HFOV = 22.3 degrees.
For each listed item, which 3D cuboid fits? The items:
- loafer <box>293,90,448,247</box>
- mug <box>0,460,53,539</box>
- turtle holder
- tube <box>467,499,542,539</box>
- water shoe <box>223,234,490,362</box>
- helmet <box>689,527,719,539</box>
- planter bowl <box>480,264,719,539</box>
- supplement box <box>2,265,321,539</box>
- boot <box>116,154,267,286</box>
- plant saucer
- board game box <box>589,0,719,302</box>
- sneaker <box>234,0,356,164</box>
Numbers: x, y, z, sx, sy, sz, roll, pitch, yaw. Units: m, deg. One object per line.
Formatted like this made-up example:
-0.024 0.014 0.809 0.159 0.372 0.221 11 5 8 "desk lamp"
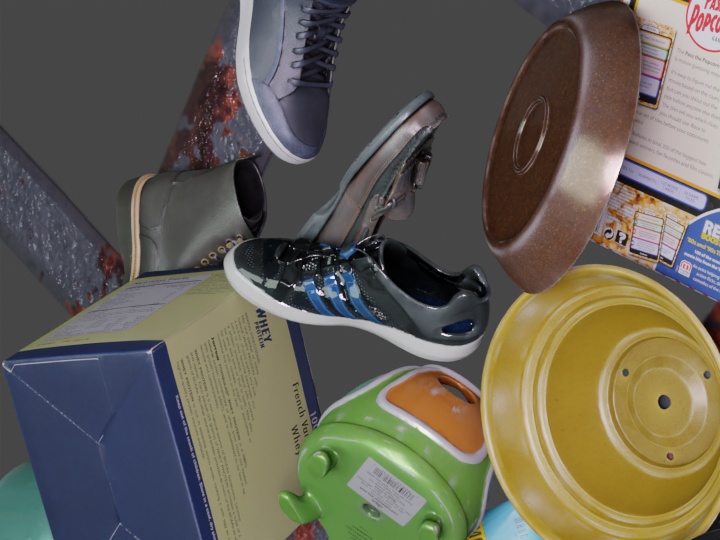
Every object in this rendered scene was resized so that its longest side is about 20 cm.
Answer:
0.016 -0.053 1.367 0.063 0.072 0.200 45 131 5 "loafer"
-0.225 0.244 1.567 0.114 0.185 0.152 -1 70 39 "mug"
0.034 0.152 1.321 0.141 0.132 0.186 18 141 26 "turtle holder"
0.064 0.225 1.363 0.200 0.050 0.078 -24 83 35 "tube"
0.000 0.000 1.329 0.199 0.072 0.079 16 132 5 "water shoe"
0.255 0.241 1.090 0.191 0.199 0.201 -118 36 -71 "helmet"
0.183 0.092 1.211 0.200 0.083 0.201 7 100 42 "planter bowl"
-0.136 0.119 1.378 0.134 0.200 0.201 -5 107 28 "supplement box"
-0.127 0.010 1.491 0.138 0.077 0.201 -13 87 37 "boot"
0.124 -0.085 1.198 0.200 0.034 0.201 -164 90 -77 "plant saucer"
0.222 -0.095 1.179 0.151 0.046 0.201 29 113 36 "board game box"
-0.024 -0.187 1.369 0.146 0.077 0.203 -7 89 45 "sneaker"
